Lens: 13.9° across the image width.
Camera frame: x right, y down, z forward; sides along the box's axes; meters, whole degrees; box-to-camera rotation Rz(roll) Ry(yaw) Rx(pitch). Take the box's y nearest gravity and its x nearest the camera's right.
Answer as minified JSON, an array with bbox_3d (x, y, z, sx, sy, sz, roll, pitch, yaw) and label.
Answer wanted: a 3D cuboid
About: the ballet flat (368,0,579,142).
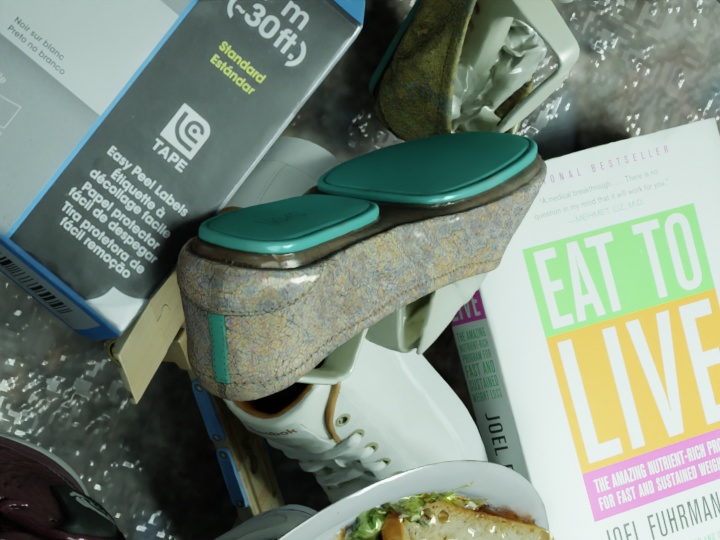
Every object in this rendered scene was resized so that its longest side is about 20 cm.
[{"bbox_3d":[0.057,-0.106,1.058,0.071,0.071,0.200,-20,151,-30],"label":"ballet flat"}]

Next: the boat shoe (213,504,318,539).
[{"bbox_3d":[-0.090,0.153,1.059,0.200,0.074,0.067,-45,167,3],"label":"boat shoe"}]

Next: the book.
[{"bbox_3d":[0.103,0.052,1.161,0.133,0.048,0.201,-15,90,-35],"label":"book"}]

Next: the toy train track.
[{"bbox_3d":[-0.066,0.035,1.092,0.115,0.032,0.200,-62,144,-45],"label":"toy train track"}]

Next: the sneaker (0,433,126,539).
[{"bbox_3d":[-0.150,0.079,0.993,0.200,0.115,0.076,17,94,-39],"label":"sneaker"}]

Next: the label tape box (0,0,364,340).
[{"bbox_3d":[-0.080,-0.098,0.988,0.143,0.066,0.200,40,81,-11],"label":"label tape box"}]

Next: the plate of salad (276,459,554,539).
[{"bbox_3d":[-0.006,0.151,1.036,0.200,0.048,0.200,-30,145,-23],"label":"plate of salad"}]

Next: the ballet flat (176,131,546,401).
[{"bbox_3d":[0.000,0.000,1.014,0.200,0.068,0.068,-21,117,-53],"label":"ballet flat"}]

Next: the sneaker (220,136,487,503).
[{"bbox_3d":[-0.014,0.055,1.092,0.200,0.073,0.085,64,37,-28],"label":"sneaker"}]

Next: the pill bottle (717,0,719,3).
[{"bbox_3d":[0.123,-0.175,1.117,0.200,0.111,0.111,40,80,-37],"label":"pill bottle"}]
